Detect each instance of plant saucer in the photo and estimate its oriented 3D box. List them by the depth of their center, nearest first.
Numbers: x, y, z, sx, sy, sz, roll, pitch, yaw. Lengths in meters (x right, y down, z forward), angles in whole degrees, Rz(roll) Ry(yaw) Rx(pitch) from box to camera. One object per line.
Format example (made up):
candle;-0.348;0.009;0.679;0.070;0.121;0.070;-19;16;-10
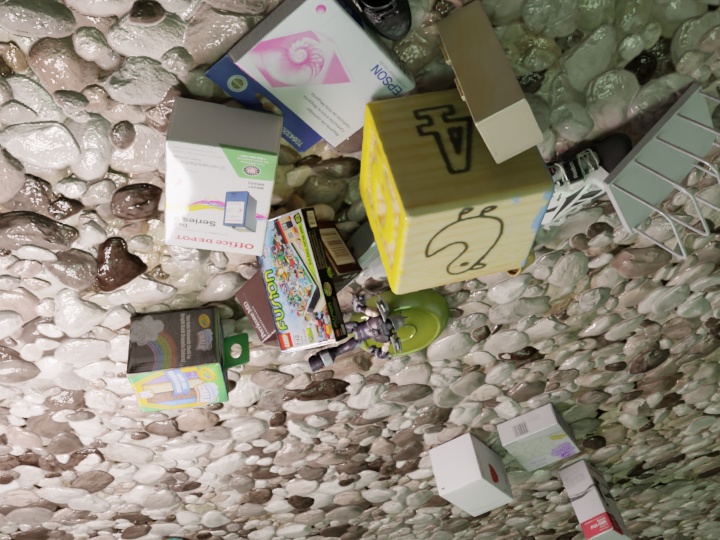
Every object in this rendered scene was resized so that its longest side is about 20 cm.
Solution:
plant saucer;0.075;0.106;1.451;0.197;0.031;0.201;-8;139;-6

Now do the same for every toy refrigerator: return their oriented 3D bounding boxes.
toy refrigerator;0.152;-0.231;0.939;0.069;0.202;0.076;-25;140;16

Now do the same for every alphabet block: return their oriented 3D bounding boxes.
alphabet block;0.118;-0.112;1.047;0.197;0.198;0.196;-12;147;-10

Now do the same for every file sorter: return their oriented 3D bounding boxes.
file sorter;0.485;-0.139;1.138;0.200;0.125;0.139;-46;135;1

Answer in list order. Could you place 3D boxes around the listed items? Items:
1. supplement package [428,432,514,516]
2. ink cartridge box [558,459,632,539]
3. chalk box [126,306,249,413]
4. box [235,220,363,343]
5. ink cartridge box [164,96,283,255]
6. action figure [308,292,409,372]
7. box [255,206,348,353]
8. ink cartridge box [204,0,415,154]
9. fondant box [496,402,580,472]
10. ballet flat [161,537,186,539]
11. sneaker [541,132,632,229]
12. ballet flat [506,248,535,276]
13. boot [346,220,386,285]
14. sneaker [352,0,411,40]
supplement package;0.274;0.504;1.899;0.119;0.122;0.200;-28;139;19
ink cartridge box;0.631;0.631;2.082;0.082;0.201;0.146;-34;137;20
chalk box;-0.290;0.151;1.335;0.197;0.125;0.125;-5;140;-7
box;-0.101;0.019;1.234;0.200;0.101;0.075;-42;162;31
ink cartridge box;-0.190;-0.121;1.055;0.143;0.088;0.201;8;141;-10
action figure;-0.006;0.110;1.378;0.198;0.069;0.132;-18;97;12
box;-0.095;0.017;1.164;0.109;0.202;0.035;-16;180;33
ink cartridge box;-0.063;-0.245;0.994;0.199;0.044;0.196;-35;136;22
fondant box;0.435;0.409;1.880;0.143;0.059;0.200;-26;140;16
ballet flat;-0.462;0.750;2.054;0.199;0.069;0.072;22;149;-39
sneaker;0.325;-0.141;1.190;0.088;0.075;0.200;19;131;-35
ballet flat;0.243;-0.054;1.268;0.063;0.068;0.200;-48;139;-9
boot;0.000;0.000;1.274;0.095;0.074;0.200;20;135;-37
sneaker;0.014;-0.318;0.876;0.059;0.105;0.200;-23;139;12
